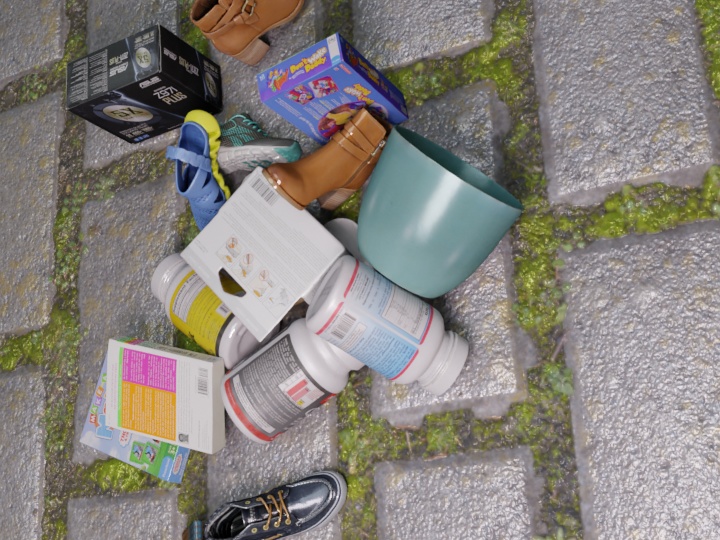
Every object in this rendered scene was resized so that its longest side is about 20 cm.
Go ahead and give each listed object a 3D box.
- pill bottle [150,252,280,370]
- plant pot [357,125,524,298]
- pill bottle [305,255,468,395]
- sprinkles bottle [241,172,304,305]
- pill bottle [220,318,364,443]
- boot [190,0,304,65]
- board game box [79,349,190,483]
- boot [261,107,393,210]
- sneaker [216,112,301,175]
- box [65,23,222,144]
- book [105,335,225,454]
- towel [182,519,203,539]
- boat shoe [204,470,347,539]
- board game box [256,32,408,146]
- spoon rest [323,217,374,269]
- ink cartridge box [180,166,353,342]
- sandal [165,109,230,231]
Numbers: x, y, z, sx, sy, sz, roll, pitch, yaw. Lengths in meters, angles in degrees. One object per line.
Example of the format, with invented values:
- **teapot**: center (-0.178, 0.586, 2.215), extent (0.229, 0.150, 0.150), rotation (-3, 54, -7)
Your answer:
- **pill bottle**: center (-0.221, 0.055, 1.449), extent (0.199, 0.111, 0.112), rotation (34, 94, 32)
- **plant pot**: center (0.087, -0.065, 1.264), extent (0.200, 0.199, 0.163), rotation (40, 107, 31)
- **pill bottle**: center (0.036, 0.075, 1.248), extent (0.198, 0.109, 0.110), rotation (32, 94, -12)
- **sprinkles bottle**: center (-0.123, -0.049, 1.446), extent (0.067, 0.068, 0.203), rotation (-26, 66, 21)
- **pill bottle**: center (-0.087, 0.139, 1.346), extent (0.199, 0.115, 0.117), rotation (-37, 62, 16)
- **boot**: center (-0.172, -0.433, 1.517), extent (0.077, 0.155, 0.201), rotation (41, 98, 31)
- **board game box**: center (-0.337, 0.223, 1.513), extent (0.197, 0.036, 0.154), rotation (13, 84, 32)
- **boot**: center (-0.037, -0.156, 1.348), extent (0.155, 0.199, 0.077), rotation (-46, 62, 20)
- **sneaker**: center (-0.177, -0.204, 1.518), extent (0.197, 0.077, 0.093), rotation (3, 74, 28)
- **box**: center (-0.350, -0.297, 1.586), extent (0.197, 0.163, 0.088), rotation (-14, 69, 25)
- **book**: center (-0.285, 0.177, 1.419), extent (0.197, 0.048, 0.137), rotation (10, 105, 30)
- **towel**: center (-0.227, 0.455, 1.346), extent (0.147, 0.021, 0.204), rotation (131, 138, -64)
- **boat shoe**: center (-0.116, 0.330, 1.326), extent (0.198, 0.091, 0.072), rotation (-30, 64, 19)
- **board game box**: center (-0.035, -0.243, 1.371), extent (0.133, 0.199, 0.046), rotation (-21, 66, 22)
- **spoon rest**: center (0.000, 0.000, 1.368), extent (0.199, 0.060, 0.100), rotation (37, 96, 31)
- **ink cartridge box**: center (-0.134, -0.021, 1.379), extent (0.174, 0.044, 0.200), rotation (-47, 64, 1)
- **sandal**: center (-0.251, -0.136, 1.483), extent (0.078, 0.203, 0.087), rotation (10, 37, 27)
